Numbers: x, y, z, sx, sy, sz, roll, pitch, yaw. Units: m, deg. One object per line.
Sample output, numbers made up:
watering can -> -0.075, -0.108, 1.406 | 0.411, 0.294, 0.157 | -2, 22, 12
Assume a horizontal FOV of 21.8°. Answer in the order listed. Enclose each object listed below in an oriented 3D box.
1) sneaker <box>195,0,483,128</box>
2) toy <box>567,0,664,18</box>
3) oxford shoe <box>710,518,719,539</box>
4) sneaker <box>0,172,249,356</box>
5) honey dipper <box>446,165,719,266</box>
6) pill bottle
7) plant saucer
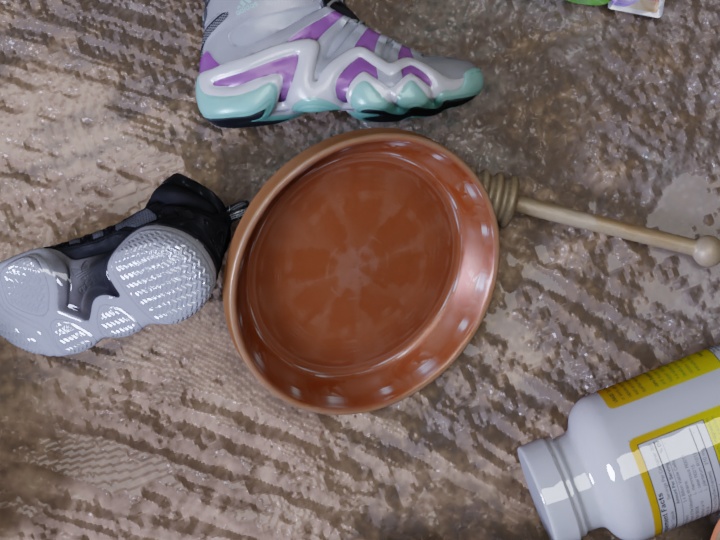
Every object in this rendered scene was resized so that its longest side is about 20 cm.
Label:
sneaker -> -0.016, -0.174, 1.288 | 0.198, 0.078, 0.141 | -2, 87, -2
toy -> 0.173, -0.287, 1.315 | 0.114, 0.047, 0.202 | 9, 86, -2
oxford shoe -> 0.286, 0.175, 1.222 | 0.071, 0.201, 0.073 | -5, 51, -24
sneaker -> -0.164, -0.005, 1.277 | 0.199, 0.114, 0.076 | -10, 114, 31
honey dipper -> 0.157, -0.033, 1.307 | 0.198, 0.038, 0.038 | 15, 86, -4
pill bottle -> 0.210, 0.117, 1.261 | 0.199, 0.104, 0.105 | -20, 87, -2
plant saucer -> 0.000, 0.000, 1.257 | 0.199, 0.032, 0.202 | -10, 115, -23
